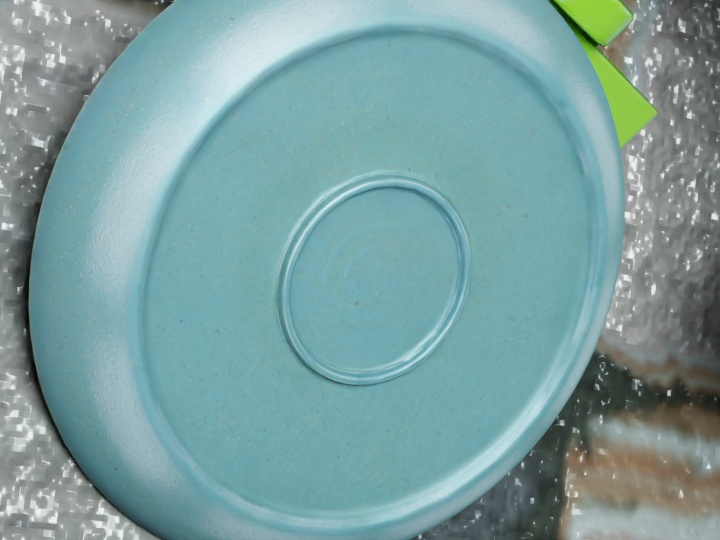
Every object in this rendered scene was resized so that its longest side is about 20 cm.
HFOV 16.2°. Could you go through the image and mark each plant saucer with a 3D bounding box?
[{"bbox_3d":[0.000,0.000,0.749,0.199,0.027,0.201,-11,113,-26],"label":"plant saucer"}]

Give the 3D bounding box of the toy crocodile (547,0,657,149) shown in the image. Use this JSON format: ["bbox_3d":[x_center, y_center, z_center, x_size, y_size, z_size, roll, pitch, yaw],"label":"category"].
[{"bbox_3d":[0.022,-0.093,0.784,0.200,0.062,0.068,35,104,-35],"label":"toy crocodile"}]
